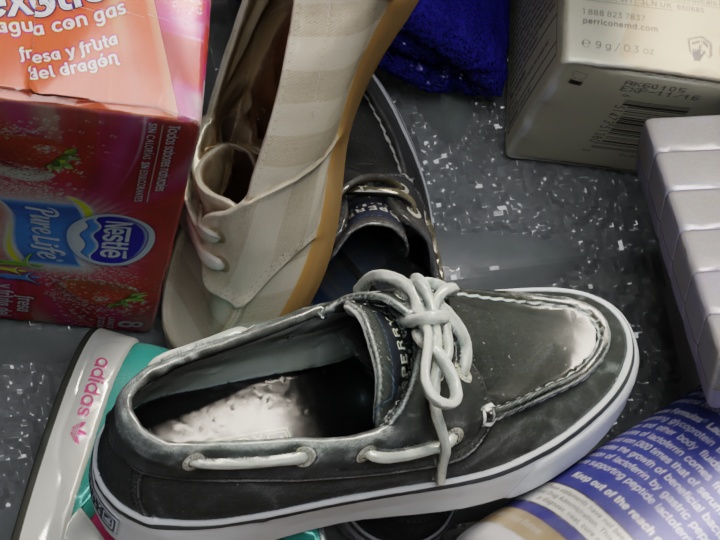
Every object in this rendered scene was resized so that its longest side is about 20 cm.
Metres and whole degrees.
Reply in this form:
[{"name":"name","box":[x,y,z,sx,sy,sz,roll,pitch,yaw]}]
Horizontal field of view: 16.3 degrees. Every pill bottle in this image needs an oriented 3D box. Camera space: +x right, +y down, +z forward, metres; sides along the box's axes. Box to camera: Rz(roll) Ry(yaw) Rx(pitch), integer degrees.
[{"name":"pill bottle","box":[0.137,0.094,0.867,0.199,0.116,0.116,-30,78,-19]}]

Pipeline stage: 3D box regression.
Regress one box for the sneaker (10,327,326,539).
[{"name":"sneaker","box":[-0.060,0.124,0.840,0.120,0.084,0.201,12,67,4]}]

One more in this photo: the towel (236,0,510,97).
[{"name":"towel","box":[0.011,-0.178,0.944,0.147,0.049,0.201,21,64,-40]}]

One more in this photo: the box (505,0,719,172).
[{"name":"box","box":[0.104,-0.147,0.961,0.077,0.095,0.201,7,70,-9]}]

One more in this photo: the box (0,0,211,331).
[{"name":"box","box":[-0.103,-0.059,0.830,0.095,0.200,0.100,5,69,-7]}]

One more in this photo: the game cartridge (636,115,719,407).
[{"name":"game cartridge","box":[0.204,-0.009,0.869,0.198,0.039,0.130,-3,38,-6]}]

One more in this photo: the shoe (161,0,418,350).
[{"name":"shoe","box":[-0.034,-0.052,0.863,0.053,0.201,0.070,6,27,-36]}]

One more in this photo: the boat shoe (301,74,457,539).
[{"name":"boat shoe","box":[0.000,0.000,0.901,0.069,0.066,0.201,-3,71,-13]}]

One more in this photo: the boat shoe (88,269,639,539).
[{"name":"boat shoe","box":[0.008,0.034,0.812,0.198,0.068,0.074,-9,57,-21]}]
